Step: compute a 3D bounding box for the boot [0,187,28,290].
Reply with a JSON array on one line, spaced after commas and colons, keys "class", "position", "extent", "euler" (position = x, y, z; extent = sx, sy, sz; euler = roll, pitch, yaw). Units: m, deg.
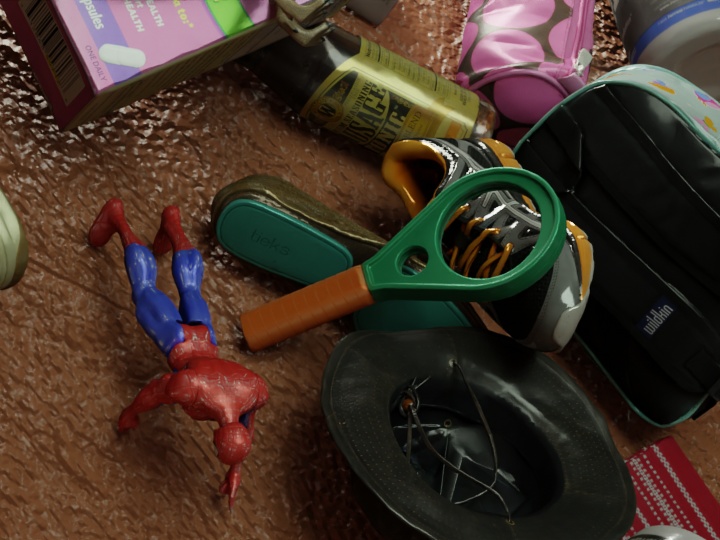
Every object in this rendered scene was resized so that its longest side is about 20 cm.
[{"class": "boot", "position": [-0.291, -0.050, 1.321], "extent": [0.154, 0.072, 0.200], "euler": [-26, 72, -39]}]

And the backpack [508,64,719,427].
[{"class": "backpack", "position": [0.189, -0.031, 1.560], "extent": [0.200, 0.176, 0.153], "euler": [41, 27, 1]}]

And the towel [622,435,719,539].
[{"class": "towel", "position": [0.166, 0.194, 1.478], "extent": [0.200, 0.022, 0.145], "euler": [-25, 76, -41]}]

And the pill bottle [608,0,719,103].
[{"class": "pill bottle", "position": [0.228, -0.222, 1.774], "extent": [0.113, 0.114, 0.201], "euler": [7, 54, -30]}]

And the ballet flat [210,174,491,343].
[{"class": "ballet flat", "position": [0.000, 0.000, 1.494], "extent": [0.200, 0.068, 0.072], "euler": [29, 26, -7]}]

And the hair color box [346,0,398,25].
[{"class": "hair color box", "position": [-0.041, -0.259, 1.628], "extent": [0.200, 0.099, 0.061], "euler": [31, 45, -10]}]

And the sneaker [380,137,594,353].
[{"class": "sneaker", "position": [0.073, -0.017, 1.473], "extent": [0.077, 0.078, 0.200], "euler": [12, 24, -30]}]

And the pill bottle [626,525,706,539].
[{"class": "pill bottle", "position": [0.124, 0.234, 1.340], "extent": [0.200, 0.112, 0.113], "euler": [-33, 79, -31]}]

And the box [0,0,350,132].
[{"class": "box", "position": [-0.119, -0.207, 1.463], "extent": [0.200, 0.097, 0.176], "euler": [-25, 89, -22]}]

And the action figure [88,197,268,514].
[{"class": "action figure", "position": [-0.105, 0.057, 1.377], "extent": [0.065, 0.099, 0.200], "euler": [5, 33, -28]}]

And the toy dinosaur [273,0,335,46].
[{"class": "toy dinosaur", "position": [-0.051, -0.180, 1.412], "extent": [0.200, 0.058, 0.101], "euler": [-28, 75, -28]}]

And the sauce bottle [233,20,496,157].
[{"class": "sauce bottle", "position": [-0.012, -0.119, 1.568], "extent": [0.199, 0.066, 0.066], "euler": [23, 47, -14]}]

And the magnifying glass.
[{"class": "magnifying glass", "position": [0.024, 0.000, 1.430], "extent": [0.022, 0.199, 0.080], "euler": [57, 15, -56]}]

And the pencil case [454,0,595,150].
[{"class": "pencil case", "position": [0.122, -0.171, 1.676], "extent": [0.091, 0.094, 0.200], "euler": [36, 43, -28]}]

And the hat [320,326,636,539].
[{"class": "hat", "position": [0.056, 0.120, 1.413], "extent": [0.200, 0.081, 0.201], "euler": [19, 36, -14]}]
